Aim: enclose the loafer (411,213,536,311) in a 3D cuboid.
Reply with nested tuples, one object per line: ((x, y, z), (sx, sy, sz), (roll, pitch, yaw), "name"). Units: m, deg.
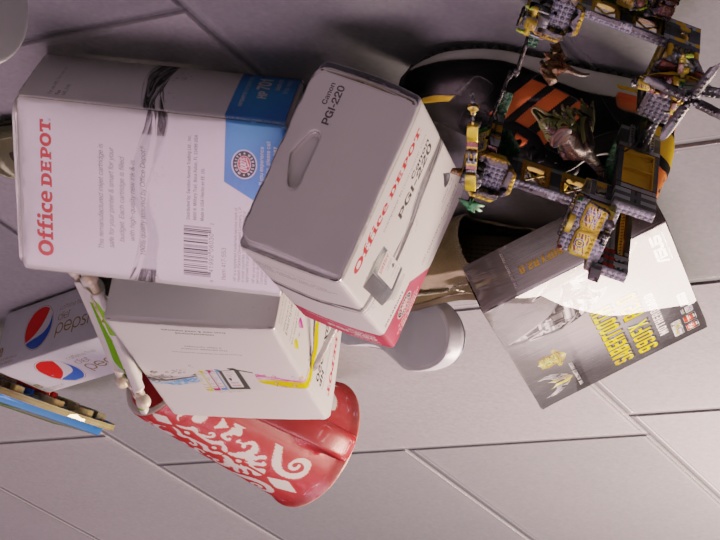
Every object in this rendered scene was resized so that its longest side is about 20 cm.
((0.069, -0.013, 1.652), (0.199, 0.076, 0.068), (-4, 150, -1), "loafer")

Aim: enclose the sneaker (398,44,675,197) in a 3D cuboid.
((0.123, -0.096, 1.419), (0.199, 0.090, 0.070), (9, 156, -1), "sneaker")

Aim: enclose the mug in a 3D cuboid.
((-0.102, 0.122, 1.952), (0.200, 0.134, 0.177), (31, 140, -32), "mug")

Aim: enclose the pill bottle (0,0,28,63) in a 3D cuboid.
((-0.325, -0.161, 1.399), (0.200, 0.115, 0.114), (-13, 148, 41), "pill bottle")

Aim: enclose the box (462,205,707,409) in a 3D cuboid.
((0.184, 0.023, 1.630), (0.158, 0.048, 0.200), (-27, 148, 4), "box")

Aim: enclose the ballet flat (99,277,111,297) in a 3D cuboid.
((-0.174, 0.036, 1.823), (0.200, 0.069, 0.068), (24, -172, -29), "ballet flat")

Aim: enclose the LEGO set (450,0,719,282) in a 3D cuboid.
((0.142, -0.087, 1.305), (0.153, 0.116, 0.200), (25, 125, -7), "LEGO set")

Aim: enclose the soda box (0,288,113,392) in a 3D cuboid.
((-0.262, 0.060, 1.931), (0.068, 0.064, 0.200), (27, 149, -36), "soda box")

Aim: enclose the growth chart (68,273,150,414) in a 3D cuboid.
((-0.213, 0.058, 1.745), (0.018, 0.145, 0.200), (-24, -171, -10), "growth chart")

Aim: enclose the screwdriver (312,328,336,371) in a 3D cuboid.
((0.000, 0.000, 1.615), (0.029, 0.028, 0.200), (8, 121, -45), "screwdriver")

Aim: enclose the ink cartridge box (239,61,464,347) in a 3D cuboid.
((-0.001, -0.043, 1.461), (0.085, 0.146, 0.200), (21, 170, 18), "ink cartridge box")

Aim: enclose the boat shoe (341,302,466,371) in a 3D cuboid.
((0.047, 0.044, 1.754), (0.065, 0.074, 0.200), (4, -172, -28), "boat shoe")

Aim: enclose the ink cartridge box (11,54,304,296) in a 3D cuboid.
((-0.147, -0.071, 1.500), (0.199, 0.086, 0.147), (7, 121, 6), "ink cartridge box")

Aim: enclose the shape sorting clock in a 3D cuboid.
((-0.345, 0.124, 2.077), (0.199, 0.039, 0.200), (17, 172, 3), "shape sorting clock")

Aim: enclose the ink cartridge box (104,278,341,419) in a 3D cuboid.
((-0.104, 0.020, 1.685), (0.144, 0.148, 0.200), (2, 156, 14), "ink cartridge box")

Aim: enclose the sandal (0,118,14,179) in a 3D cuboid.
((-0.208, -0.076, 1.595), (0.200, 0.057, 0.080), (1, 136, 20), "sandal")
